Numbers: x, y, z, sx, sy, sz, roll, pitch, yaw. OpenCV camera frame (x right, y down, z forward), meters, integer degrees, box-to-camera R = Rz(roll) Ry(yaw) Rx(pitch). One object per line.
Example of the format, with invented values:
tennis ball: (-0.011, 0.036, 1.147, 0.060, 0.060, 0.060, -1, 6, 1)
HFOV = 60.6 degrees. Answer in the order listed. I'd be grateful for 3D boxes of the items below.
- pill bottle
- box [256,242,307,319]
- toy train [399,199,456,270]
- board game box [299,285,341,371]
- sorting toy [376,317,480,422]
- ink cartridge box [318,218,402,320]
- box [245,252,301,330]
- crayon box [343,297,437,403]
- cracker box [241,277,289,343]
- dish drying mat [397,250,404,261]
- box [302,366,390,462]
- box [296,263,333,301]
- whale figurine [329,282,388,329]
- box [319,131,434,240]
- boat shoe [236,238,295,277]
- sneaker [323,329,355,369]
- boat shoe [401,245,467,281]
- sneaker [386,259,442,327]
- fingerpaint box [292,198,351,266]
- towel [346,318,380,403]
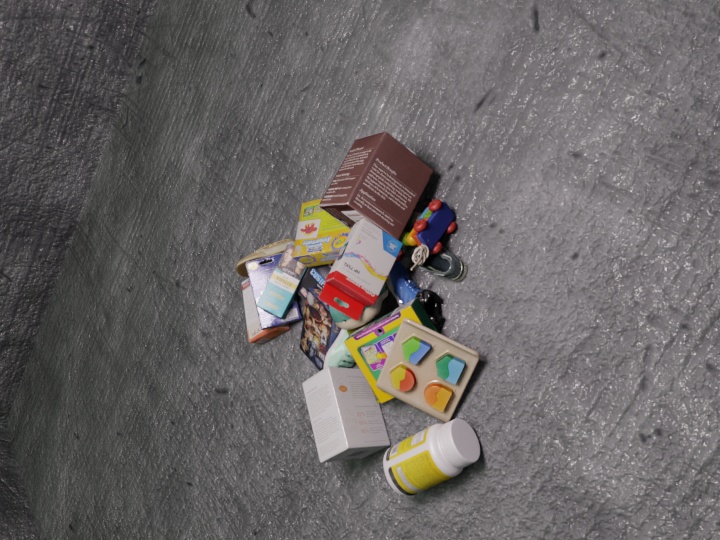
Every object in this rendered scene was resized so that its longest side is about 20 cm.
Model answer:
pill bottle: (0.154, 0.405, 1.341, 0.199, 0.114, 0.115, -37, 58, 33)
box: (-0.214, 0.030, 1.758, 0.082, 0.049, 0.202, 26, 80, 1)
toy train: (0.127, -0.073, 1.436, 0.115, 0.085, 0.201, -4, 41, 51)
board game box: (-0.106, 0.163, 1.651, 0.135, 0.034, 0.202, 40, 131, 42)
sorting toy: (0.143, 0.225, 1.354, 0.184, 0.036, 0.202, 25, 115, 10)
ink cartridge box: (0.000, 0.000, 1.406, 0.202, 0.115, 0.067, -64, 14, -17)
box: (-0.253, 0.060, 1.792, 0.032, 0.120, 0.202, 109, 147, -80)
crayon box: (0.089, 0.187, 1.417, 0.199, 0.058, 0.174, -30, 95, 27)
cracker box: (-0.291, 0.106, 1.878, 0.133, 0.057, 0.202, -28, 64, 36)
dish drying mat: (0.063, -0.108, 1.605, 0.077, 0.018, 0.201, -53, 50, 22)
box: (-0.036, 0.351, 1.511, 0.106, 0.151, 0.202, -36, 58, 34)
box: (-0.071, 0.031, 1.688, 0.200, 0.049, 0.200, 43, 111, 41)
whale figurine: (-0.002, 0.056, 1.519, 0.158, 0.200, 0.104, -22, 110, 40)
box: (0.037, -0.197, 1.485, 0.201, 0.165, 0.164, -62, 26, -11)
boat shoe: (-0.275, -0.039, 1.839, 0.198, 0.075, 0.067, -17, 39, -5)
sneaker: (-0.019, 0.224, 1.578, 0.118, 0.073, 0.202, 34, 107, 40)
boat shoe: (0.162, -0.035, 1.460, 0.199, 0.061, 0.073, 32, 103, 41)
sneaker: (0.133, 0.052, 1.459, 0.111, 0.076, 0.202, -33, 64, 42)
fingerpaint box: (-0.076, -0.108, 1.647, 0.198, 0.073, 0.169, -9, 64, 37)
towel: (0.037, 0.219, 1.501, 0.085, 0.018, 0.202, -26, 85, 23)
